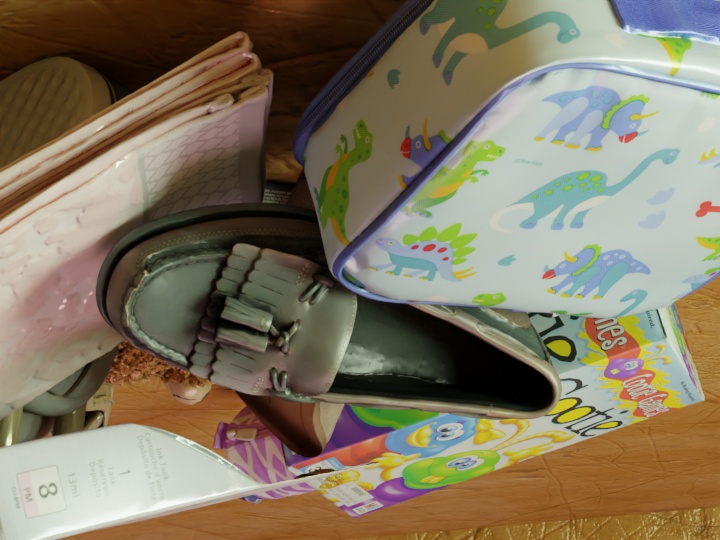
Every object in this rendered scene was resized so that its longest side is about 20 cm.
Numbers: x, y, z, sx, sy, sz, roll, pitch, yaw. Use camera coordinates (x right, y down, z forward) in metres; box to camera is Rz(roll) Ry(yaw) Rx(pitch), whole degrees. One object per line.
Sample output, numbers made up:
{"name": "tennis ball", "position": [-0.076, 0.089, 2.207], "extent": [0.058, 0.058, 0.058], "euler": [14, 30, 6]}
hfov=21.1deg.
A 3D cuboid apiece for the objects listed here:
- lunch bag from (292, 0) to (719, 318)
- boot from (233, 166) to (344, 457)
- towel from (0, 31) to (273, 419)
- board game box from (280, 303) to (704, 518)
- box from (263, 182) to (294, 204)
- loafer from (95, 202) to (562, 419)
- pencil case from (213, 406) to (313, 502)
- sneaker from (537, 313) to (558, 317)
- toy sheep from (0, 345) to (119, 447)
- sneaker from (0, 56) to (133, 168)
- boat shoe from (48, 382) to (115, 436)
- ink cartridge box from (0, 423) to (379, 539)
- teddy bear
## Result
{"name": "lunch bag", "position": [0.090, -0.053, 0.742], "extent": [0.200, 0.083, 0.161], "euler": [5, 146, -36]}
{"name": "boot", "position": [0.000, 0.000, 0.877], "extent": [0.070, 0.146, 0.200], "euler": [38, 166, 11]}
{"name": "towel", "position": [-0.118, 0.002, 0.770], "extent": [0.191, 0.032, 0.200], "euler": [-32, 165, -15]}
{"name": "board game box", "position": [0.060, 0.039, 0.997], "extent": [0.200, 0.103, 0.105], "euler": [-20, 153, 13]}
{"name": "box", "position": [-0.035, -0.012, 1.037], "extent": [0.200, 0.035, 0.110], "euler": [6, 164, -34]}
{"name": "loafer", "position": [-0.004, 0.022, 0.762], "extent": [0.200, 0.072, 0.063], "euler": [9, -158, -33]}
{"name": "pencil case", "position": [-0.028, 0.125, 1.500], "extent": [0.085, 0.084, 0.200], "euler": [32, 148, -28]}
{"name": "sneaker", "position": [0.107, -0.023, 0.907], "extent": [0.200, 0.089, 0.078], "euler": [-11, 166, 30]}
{"name": "toy sheep", "position": [-0.184, 0.031, 0.963], "extent": [0.199, 0.138, 0.138], "euler": [0, 170, 26]}
{"name": "sneaker", "position": [-0.168, -0.030, 0.831], "extent": [0.200, 0.079, 0.079], "euler": [-13, 158, 30]}
{"name": "boat shoe", "position": [-0.205, 0.088, 1.348], "extent": [0.072, 0.065, 0.200], "euler": [-2, 167, -8]}
{"name": "ink cartridge box", "position": [-0.119, 0.097, 0.892], "extent": [0.200, 0.057, 0.162], "euler": [-14, 176, -38]}
{"name": "teddy bear", "position": [-0.158, 0.046, 1.181], "extent": [0.200, 0.067, 0.145], "euler": [10, 164, -43]}
